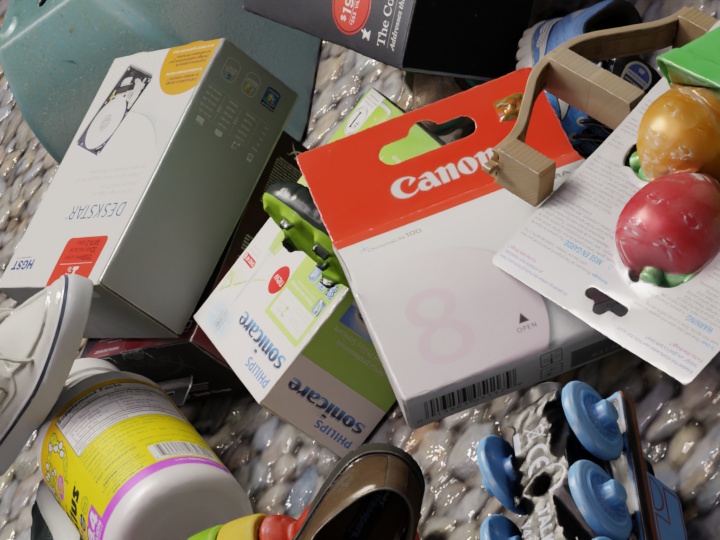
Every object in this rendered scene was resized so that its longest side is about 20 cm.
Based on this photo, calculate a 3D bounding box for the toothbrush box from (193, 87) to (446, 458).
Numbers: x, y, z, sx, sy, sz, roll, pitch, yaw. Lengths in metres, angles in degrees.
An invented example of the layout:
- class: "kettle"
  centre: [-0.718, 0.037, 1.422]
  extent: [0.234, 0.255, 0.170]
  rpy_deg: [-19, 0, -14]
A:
- class: "toothbrush box"
  centre: [0.000, 0.000, 1.565]
  extent: [0.200, 0.086, 0.146]
  rpy_deg: [-53, 30, 6]

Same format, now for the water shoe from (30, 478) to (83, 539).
- class: "water shoe"
  centre: [-0.184, 0.218, 1.643]
  extent: [0.200, 0.071, 0.079]
  rpy_deg: [-117, 40, -57]

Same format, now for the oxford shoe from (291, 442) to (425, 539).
- class: "oxford shoe"
  centre: [-0.028, 0.192, 1.325]
  extent: [0.084, 0.072, 0.201]
  rpy_deg: [-103, 37, -81]

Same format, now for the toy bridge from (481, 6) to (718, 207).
- class: "toy bridge"
  centre: [0.136, -0.106, 1.411]
  extent: [0.067, 0.027, 0.200]
  rpy_deg: [33, 50, 27]

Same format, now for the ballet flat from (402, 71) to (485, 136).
- class: "ballet flat"
  centre: [0.054, -0.170, 1.683]
  extent: [0.067, 0.068, 0.201]
  rpy_deg: [-41, 30, 32]

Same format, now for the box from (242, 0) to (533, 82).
- class: "box"
  centre: [0.030, -0.242, 1.570]
  extent: [0.182, 0.104, 0.201]
  rpy_deg: [26, 107, 49]

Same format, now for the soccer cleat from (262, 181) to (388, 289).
- class: "soccer cleat"
  centre: [0.035, -0.009, 1.452]
  extent: [0.081, 0.199, 0.068]
  rpy_deg: [-57, -11, -18]

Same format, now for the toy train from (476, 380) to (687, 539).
- class: "toy train"
  centre: [0.121, 0.147, 1.211]
  extent: [0.087, 0.114, 0.200]
  rpy_deg: [-34, 35, 25]

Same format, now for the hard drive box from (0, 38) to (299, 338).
- class: "hard drive box"
  centre: [-0.151, -0.055, 1.692]
  extent: [0.156, 0.077, 0.201]
  rpy_deg: [-4, 57, 54]

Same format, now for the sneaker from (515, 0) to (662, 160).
- class: "sneaker"
  centre: [0.138, -0.096, 1.474]
  extent: [0.089, 0.078, 0.201]
  rpy_deg: [-31, 37, 38]

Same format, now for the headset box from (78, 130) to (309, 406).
- class: "headset box"
  centre: [-0.111, 0.009, 1.722]
  extent: [0.148, 0.075, 0.201]
  rpy_deg: [-13, 49, 50]

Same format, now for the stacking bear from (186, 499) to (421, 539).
- class: "stacking bear"
  centre: [-0.053, 0.196, 1.418]
  extent: [0.200, 0.121, 0.114]
  rpy_deg: [-31, 68, 15]

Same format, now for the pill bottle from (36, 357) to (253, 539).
- class: "pill bottle"
  centre: [-0.154, 0.135, 1.606]
  extent: [0.104, 0.104, 0.200]
  rpy_deg: [-52, 36, 4]

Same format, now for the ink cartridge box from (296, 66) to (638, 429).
- class: "ink cartridge box"
  centre: [0.065, -0.024, 1.384]
  extent: [0.162, 0.057, 0.201]
  rpy_deg: [-21, 66, -5]

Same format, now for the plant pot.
- class: "plant pot"
  centre: [-0.168, -0.184, 1.879]
  extent: [0.196, 0.200, 0.196]
  rpy_deg: [-28, 38, 37]

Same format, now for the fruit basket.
- class: "fruit basket"
  centre: [0.191, -0.039, 1.294]
  extent: [0.200, 0.094, 0.185]
  rpy_deg: [-50, 38, -6]

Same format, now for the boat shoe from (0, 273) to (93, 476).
- class: "boat shoe"
  centre: [-0.249, 0.062, 1.617]
  extent: [0.202, 0.086, 0.075]
  rpy_deg: [-51, 26, 46]
